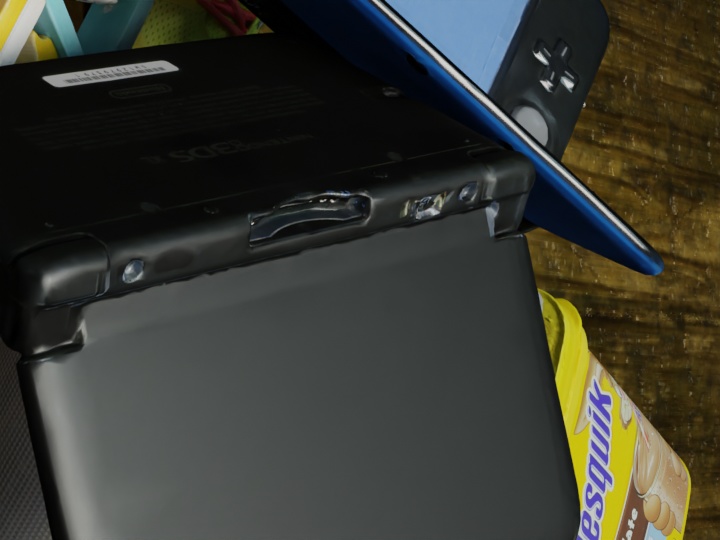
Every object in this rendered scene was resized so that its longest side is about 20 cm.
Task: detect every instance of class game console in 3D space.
[{"bbox_3d":[0.032,-0.107,0.728,0.200,0.118,0.172,40,56,-23],"label":"game console"},{"bbox_3d":[-0.044,0.019,0.611,0.199,0.175,0.117,-14,126,-45],"label":"game console"}]

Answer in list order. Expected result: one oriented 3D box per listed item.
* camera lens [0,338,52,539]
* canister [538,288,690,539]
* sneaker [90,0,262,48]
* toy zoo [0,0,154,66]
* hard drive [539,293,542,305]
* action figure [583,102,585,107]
[{"bbox_3d":[-0.065,0.066,0.736,0.160,0.160,0.201,-15,143,-55],"label":"camera lens"},{"bbox_3d":[0.107,0.120,1.135,0.200,0.086,0.150,46,53,-48],"label":"canister"},{"bbox_3d":[-0.052,-0.146,0.897,0.078,0.090,0.202,39,59,-51],"label":"sneaker"},{"bbox_3d":[-0.111,-0.100,0.674,0.132,0.020,0.201,74,29,-49],"label":"toy zoo"},{"bbox_3d":[0.037,0.118,0.955,0.132,0.026,0.201,-73,-177,-67],"label":"hard drive"},{"bbox_3d":[0.048,-0.074,0.887,0.119,0.101,0.201,-102,171,-62],"label":"action figure"}]
